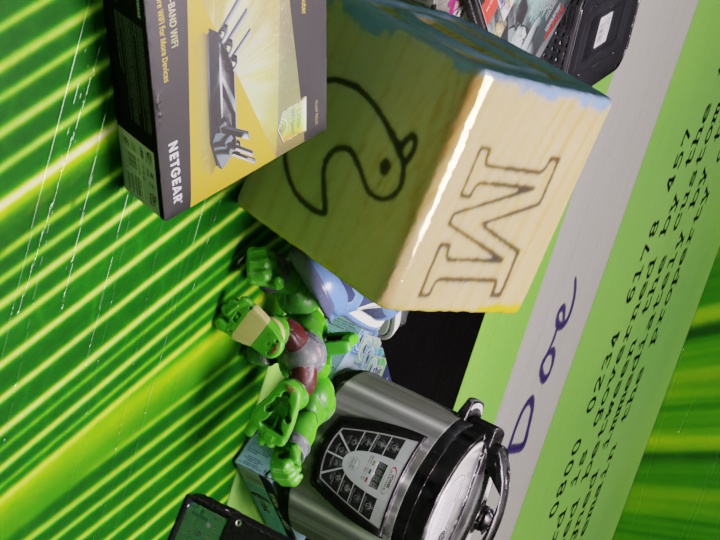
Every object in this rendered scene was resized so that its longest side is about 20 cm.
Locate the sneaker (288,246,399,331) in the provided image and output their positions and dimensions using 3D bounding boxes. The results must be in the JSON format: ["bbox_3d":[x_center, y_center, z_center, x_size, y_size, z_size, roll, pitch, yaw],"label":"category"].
[{"bbox_3d":[0.000,0.000,1.418,0.082,0.074,0.200,-32,166,14],"label":"sneaker"}]

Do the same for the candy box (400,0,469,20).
[{"bbox_3d":[0.076,-0.292,1.437,0.136,0.061,0.201,-40,147,-50],"label":"candy box"}]

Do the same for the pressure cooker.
[{"bbox_3d":[0.043,0.203,1.542,0.179,0.199,0.177,-44,149,-42],"label":"pressure cooker"}]

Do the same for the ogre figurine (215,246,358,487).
[{"bbox_3d":[-0.060,0.077,1.421,0.201,0.098,0.120,65,23,0],"label":"ogre figurine"}]

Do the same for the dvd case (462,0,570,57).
[{"bbox_3d":[0.145,-0.261,1.497,0.147,0.022,0.200,-61,152,-20],"label":"dvd case"}]

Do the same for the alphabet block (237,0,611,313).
[{"bbox_3d":[0.052,-0.096,1.324,0.196,0.195,0.201,5,113,-48],"label":"alphabet block"}]

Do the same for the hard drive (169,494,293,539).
[{"bbox_3d":[-0.091,0.303,1.445,0.141,0.199,0.038,-68,161,0],"label":"hard drive"}]

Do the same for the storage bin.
[{"bbox_3d":[0.228,-0.277,1.769,0.200,0.093,0.136,-36,143,-54],"label":"storage bin"}]

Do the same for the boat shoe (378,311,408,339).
[{"bbox_3d":[0.034,-0.018,1.604,0.060,0.075,0.201,-47,163,-39],"label":"boat shoe"}]

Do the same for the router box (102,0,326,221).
[{"bbox_3d":[-0.097,-0.153,1.127,0.157,0.052,0.201,-33,143,-29],"label":"router box"}]

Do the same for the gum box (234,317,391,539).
[{"bbox_3d":[-0.041,0.153,1.626,0.201,0.044,0.170,-57,156,-22],"label":"gum box"}]
